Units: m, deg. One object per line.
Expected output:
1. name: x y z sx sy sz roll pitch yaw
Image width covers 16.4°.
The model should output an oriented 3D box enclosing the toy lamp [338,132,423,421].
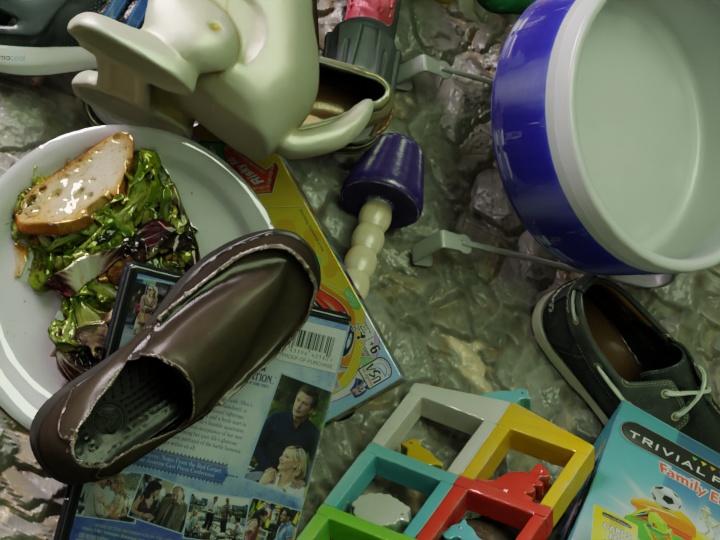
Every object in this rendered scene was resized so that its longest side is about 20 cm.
1. toy lamp: 0.000 0.000 1.619 0.058 0.058 0.201 25 60 -15

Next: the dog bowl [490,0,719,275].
1. dog bowl: 0.182 -0.097 1.634 0.199 0.079 0.201 4 84 -38

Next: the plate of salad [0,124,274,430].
1. plate of salad: -0.143 0.013 1.495 0.199 0.048 0.201 0 90 -3

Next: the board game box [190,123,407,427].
1. board game box: -0.077 0.013 1.541 0.134 0.034 0.201 -30 82 3

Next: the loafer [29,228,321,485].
1. loafer: -0.097 0.056 1.427 0.200 0.071 0.073 -43 107 -9

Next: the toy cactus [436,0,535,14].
1. toy cactus: 0.116 -0.202 1.709 0.165 0.102 0.200 42 11 9

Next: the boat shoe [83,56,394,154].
1. boat shoe: -0.076 -0.116 1.606 0.199 0.068 0.075 0 75 -12

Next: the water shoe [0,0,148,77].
1. water shoe: -0.148 -0.173 1.572 0.199 0.072 0.079 -12 116 -12

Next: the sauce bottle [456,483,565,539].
1. sauce bottle: 0.055 0.199 1.551 0.200 0.065 0.065 -38 88 -36

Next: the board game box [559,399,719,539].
1. board game box: 0.203 0.183 1.583 0.151 0.047 0.200 29 33 1

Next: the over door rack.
1. over door rack: 0.127 -0.070 1.711 0.199 0.067 0.148 6 64 -25

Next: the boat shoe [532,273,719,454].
1. boat shoe: 0.202 0.084 1.680 0.200 0.068 0.072 47 55 -4

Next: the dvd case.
1. dvd case: -0.096 0.106 1.481 0.142 0.018 0.201 14 93 -18

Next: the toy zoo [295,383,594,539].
1. toy zoo: 0.058 0.138 1.556 0.131 0.021 0.200 19 45 24

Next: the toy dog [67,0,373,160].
1. toy dog: -0.064 -0.181 1.491 0.193 0.140 0.201 21 74 10

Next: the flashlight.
1. flashlight: 0.008 -0.208 1.712 0.067 0.068 0.201 21 59 -18
